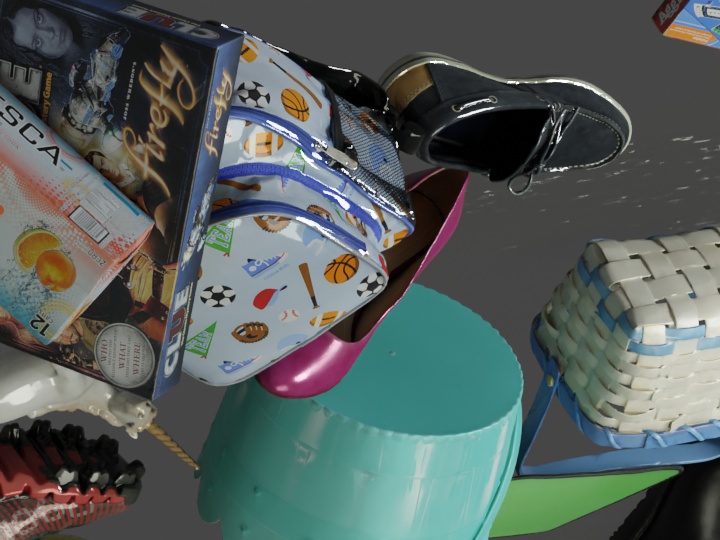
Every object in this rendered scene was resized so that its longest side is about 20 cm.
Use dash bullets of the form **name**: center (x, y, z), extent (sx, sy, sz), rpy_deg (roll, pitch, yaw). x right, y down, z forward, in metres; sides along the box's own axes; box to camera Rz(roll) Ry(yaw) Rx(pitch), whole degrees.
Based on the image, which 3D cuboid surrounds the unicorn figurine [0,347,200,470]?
- **unicorn figurine**: center (-0.201, 0.070, 1.574), extent (0.199, 0.074, 0.138), rpy_deg (-5, 151, -6)

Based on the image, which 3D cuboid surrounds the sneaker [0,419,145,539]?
- **sneaker**: center (-0.236, 0.152, 1.630), extent (0.199, 0.071, 0.098), rpy_deg (-1, 120, -29)

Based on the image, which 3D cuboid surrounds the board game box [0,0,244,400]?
- **board game box**: center (-0.145, -0.047, 1.351), extent (0.035, 0.135, 0.201), rpy_deg (-34, 140, -62)

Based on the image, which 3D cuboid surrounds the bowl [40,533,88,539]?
- **bowl**: center (-0.233, 0.236, 1.717), extent (0.199, 0.108, 0.201), rpy_deg (-17, 143, -14)

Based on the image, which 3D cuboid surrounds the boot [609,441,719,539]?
- **boot**: center (0.286, 0.229, 1.999), extent (0.079, 0.158, 0.212), rpy_deg (0, 137, -32)

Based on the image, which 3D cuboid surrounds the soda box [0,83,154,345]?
- **soda box**: center (-0.205, -0.058, 1.304), extent (0.068, 0.200, 0.064), rpy_deg (-47, -178, 26)

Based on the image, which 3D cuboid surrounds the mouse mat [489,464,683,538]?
- **mouse mat**: center (0.115, 0.168, 1.814), extent (0.199, 0.008, 0.161), rpy_deg (2, 157, -42)

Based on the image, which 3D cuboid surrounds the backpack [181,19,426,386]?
- **backpack**: center (-0.084, -0.040, 1.442), extent (0.200, 0.155, 0.190), rpy_deg (-36, 129, 19)

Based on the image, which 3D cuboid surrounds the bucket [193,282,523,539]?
- **bucket**: center (0.004, 0.103, 1.628), extent (0.206, 0.207, 0.135), rpy_deg (-3, 127, -30)

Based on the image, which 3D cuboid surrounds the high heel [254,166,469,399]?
- **high heel**: center (0.000, 0.000, 1.548), extent (0.096, 0.067, 0.200), rpy_deg (-51, -178, 39)

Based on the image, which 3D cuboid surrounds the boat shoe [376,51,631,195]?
- **boat shoe**: center (0.095, -0.085, 1.570), extent (0.199, 0.062, 0.075), rpy_deg (10, 129, -42)

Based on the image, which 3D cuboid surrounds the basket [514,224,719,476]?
- **basket**: center (0.205, 0.068, 1.761), extent (0.175, 0.139, 0.201), rpy_deg (-6, 132, -23)

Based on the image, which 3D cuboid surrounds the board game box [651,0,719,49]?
- **board game box**: center (0.286, -0.175, 1.615), extent (0.199, 0.019, 0.103), rpy_deg (8, 130, -39)
